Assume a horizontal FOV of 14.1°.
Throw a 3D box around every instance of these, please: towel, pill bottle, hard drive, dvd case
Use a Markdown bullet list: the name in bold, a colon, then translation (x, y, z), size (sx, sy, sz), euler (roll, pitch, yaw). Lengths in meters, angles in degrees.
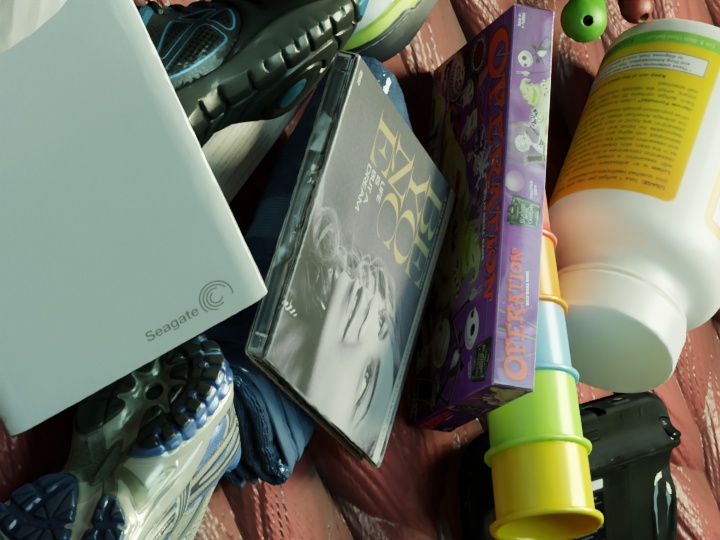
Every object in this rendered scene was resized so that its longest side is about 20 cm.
- **towel**: translation (-0.029, -0.002, 1.416), size (0.112, 0.048, 0.200), euler (77, 32, -53)
- **pill bottle**: translation (0.163, -0.034, 1.642), size (0.111, 0.111, 0.200), euler (50, 48, -35)
- **hard drive**: translation (-0.136, -0.043, 1.246), size (0.132, 0.027, 0.200), euler (-29, 117, -10)
- **dvd case**: translation (0.000, 0.000, 1.402), size (0.200, 0.016, 0.149), euler (51, 54, -67)

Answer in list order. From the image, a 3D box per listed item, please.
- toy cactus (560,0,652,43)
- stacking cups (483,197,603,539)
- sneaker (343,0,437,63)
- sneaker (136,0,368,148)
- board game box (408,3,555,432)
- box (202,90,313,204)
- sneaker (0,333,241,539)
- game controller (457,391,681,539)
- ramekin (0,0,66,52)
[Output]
- **toy cactus**: translation (0.151, -0.226, 1.688), size (0.165, 0.102, 0.201), euler (19, 61, -60)
- **stacking cups**: translation (0.091, 0.040, 1.539), size (0.060, 0.060, 0.201), euler (21, 59, -49)
- **sneaker**: translation (0.018, -0.193, 1.514), size (0.083, 0.072, 0.200), euler (51, 47, -31)
- **sneaker**: translation (-0.074, -0.102, 1.346), size (0.082, 0.073, 0.200), euler (44, 51, 13)
- **board game box**: translation (0.063, -0.025, 1.510), size (0.032, 0.120, 0.201), euler (10, 73, -21)
- **box**: translation (-0.087, -0.040, 1.378), size (0.042, 0.039, 0.200), euler (60, 43, -28)
- **sneaker**: translation (-0.111, 0.124, 1.283), size (0.200, 0.077, 0.085), euler (-51, 142, -26)
- **game controller**: translation (0.118, 0.130, 1.625), size (0.200, 0.042, 0.105), euler (-11, 107, -52)
- **ramekin**: translation (-0.186, -0.173, 1.151), size (0.098, 0.200, 0.201), euler (103, 1, -64)
